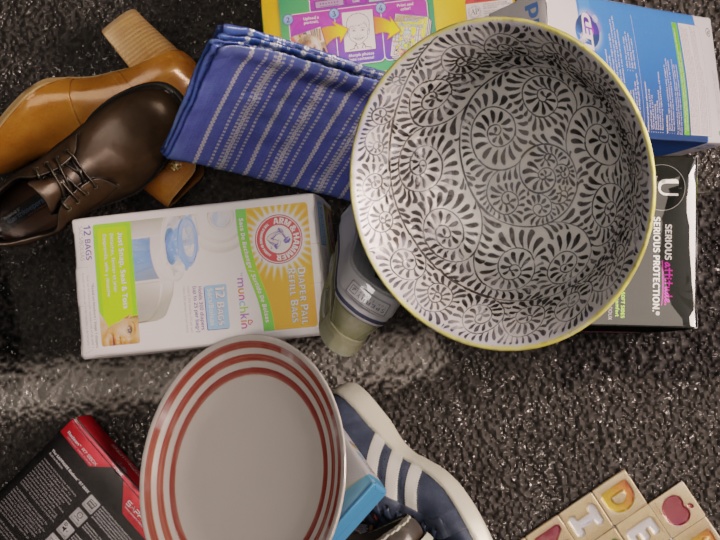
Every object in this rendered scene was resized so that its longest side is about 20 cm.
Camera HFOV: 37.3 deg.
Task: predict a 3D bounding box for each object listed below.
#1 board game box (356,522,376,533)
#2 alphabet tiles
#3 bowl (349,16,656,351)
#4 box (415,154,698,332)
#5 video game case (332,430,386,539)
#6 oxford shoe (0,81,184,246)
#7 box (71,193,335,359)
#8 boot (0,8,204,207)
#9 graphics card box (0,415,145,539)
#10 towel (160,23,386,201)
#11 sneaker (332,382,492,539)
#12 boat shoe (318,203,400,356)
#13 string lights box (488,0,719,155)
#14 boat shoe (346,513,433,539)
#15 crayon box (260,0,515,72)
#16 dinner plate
[{"bbox_3d":[-0.018,0.291,0.869,0.149,0.046,0.203,9,88,6],"label":"board game box"},{"bbox_3d":[0.208,0.268,0.866,0.199,0.006,0.167,-35,84,3],"label":"alphabet tiles"},{"bbox_3d":[0.100,-0.059,0.688,0.198,0.094,0.204,6,104,26],"label":"bowl"},{"bbox_3d":[0.145,-0.017,0.816,0.197,0.149,0.126,2,86,7],"label":"box"},{"bbox_3d":[-0.071,0.161,0.823,0.143,0.200,0.018,-48,125,3],"label":"video game case"},{"bbox_3d":[-0.217,-0.075,0.841,0.199,0.085,0.073,-35,102,13],"label":"oxford shoe"},{"bbox_3d":[-0.119,0.006,0.866,0.197,0.101,0.114,-5,87,6],"label":"box"},{"bbox_3d":[-0.211,-0.105,0.899,0.201,0.071,0.144,-40,88,4],"label":"boot"},{"bbox_3d":[-0.262,0.235,0.896,0.200,0.051,0.126,-45,84,1],"label":"graphics card box"},{"bbox_3d":[-0.041,-0.108,0.815,0.197,0.145,0.024,12,52,-22],"label":"towel"},{"bbox_3d":[0.019,0.177,0.823,0.084,0.076,0.200,-34,51,-21],"label":"sneaker"},{"bbox_3d":[0.000,0.000,0.812,0.072,0.200,0.062,37,109,-5],"label":"boat shoe"},{"bbox_3d":[0.190,-0.142,0.802,0.198,0.059,0.104,-3,85,-38],"label":"string lights box"},{"bbox_3d":[-0.036,0.226,0.791,0.200,0.072,0.061,-36,81,26],"label":"boat shoe"},{"bbox_3d":[0.022,-0.200,0.825,0.197,0.058,0.121,-5,86,6],"label":"crayon box"},{"bbox_3d":[-0.085,0.148,0.777,0.198,0.024,0.203,-13,69,35],"label":"dinner plate"}]
